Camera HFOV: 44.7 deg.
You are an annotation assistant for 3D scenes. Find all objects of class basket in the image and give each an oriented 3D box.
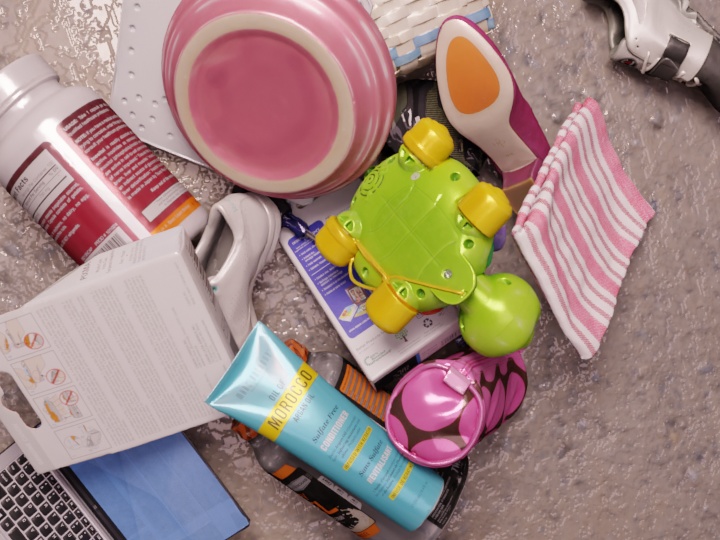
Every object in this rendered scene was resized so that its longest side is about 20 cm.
[{"bbox_3d":[0.017,-0.273,0.755,0.174,0.139,0.203,-22,108,-8],"label":"basket"}]

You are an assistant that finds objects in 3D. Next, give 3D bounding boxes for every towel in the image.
[{"bbox_3d":[0.205,-0.042,0.791,0.147,0.030,0.201,53,49,-26],"label":"towel"}]

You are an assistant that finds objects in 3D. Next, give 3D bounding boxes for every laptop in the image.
[{"bbox_3d":[-0.238,0.222,0.761,0.188,0.115,0.200,54,51,-8],"label":"laptop"}]

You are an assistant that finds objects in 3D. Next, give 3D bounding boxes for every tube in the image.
[{"bbox_3d":[-0.024,0.132,0.708,0.199,0.050,0.078,37,65,-5],"label":"tube"}]

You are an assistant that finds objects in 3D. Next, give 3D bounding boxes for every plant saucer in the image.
[{"bbox_3d":[-0.071,-0.140,0.702,0.197,0.051,0.203,8,127,10],"label":"plant saucer"}]

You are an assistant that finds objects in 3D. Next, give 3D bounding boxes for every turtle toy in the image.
[{"bbox_3d":[0.066,-0.014,0.714,0.146,0.101,0.201,-45,65,14],"label":"turtle toy"}]

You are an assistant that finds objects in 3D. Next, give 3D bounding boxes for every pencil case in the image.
[{"bbox_3d":[0.091,0.106,0.766,0.091,0.199,0.094,47,108,12],"label":"pencil case"}]

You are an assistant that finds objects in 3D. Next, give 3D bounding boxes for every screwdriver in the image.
[{"bbox_3d":[-0.036,-0.024,0.787,0.199,0.029,0.028,35,75,14],"label":"screwdriver"}]

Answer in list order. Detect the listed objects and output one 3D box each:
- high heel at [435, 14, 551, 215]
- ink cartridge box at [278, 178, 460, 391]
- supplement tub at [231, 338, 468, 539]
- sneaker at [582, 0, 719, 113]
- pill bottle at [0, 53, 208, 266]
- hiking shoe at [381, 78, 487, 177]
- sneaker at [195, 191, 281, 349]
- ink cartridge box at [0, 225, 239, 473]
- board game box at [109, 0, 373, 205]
[{"bbox_3d":[0.124,-0.149,0.778,0.067,0.097,0.201,-21,121,29],"label":"high heel"},{"bbox_3d":[0.000,0.000,0.797,0.099,0.039,0.201,-32,66,-4],"label":"ink cartridge box"},{"bbox_3d":[-0.011,0.158,0.792,0.199,0.123,0.123,37,88,-8],"label":"supplement tub"},{"bbox_3d":[0.288,-0.213,0.842,0.088,0.074,0.201,-40,91,1],"label":"sneaker"},{"bbox_3d":[-0.233,-0.080,0.747,0.113,0.113,0.200,-43,99,-4],"label":"pill bottle"},{"bbox_3d":[0.079,-0.083,0.813,0.099,0.076,0.204,-15,95,-4],"label":"hiking shoe"},{"bbox_3d":[-0.129,0.031,0.767,0.074,0.088,0.204,15,101,21],"label":"sneaker"},{"bbox_3d":[-0.206,0.070,0.717,0.197,0.048,0.162,-18,121,3],"label":"ink cartridge box"},{"bbox_3d":[-0.106,-0.174,0.735,0.197,0.026,0.202,21,127,0],"label":"board game box"}]
